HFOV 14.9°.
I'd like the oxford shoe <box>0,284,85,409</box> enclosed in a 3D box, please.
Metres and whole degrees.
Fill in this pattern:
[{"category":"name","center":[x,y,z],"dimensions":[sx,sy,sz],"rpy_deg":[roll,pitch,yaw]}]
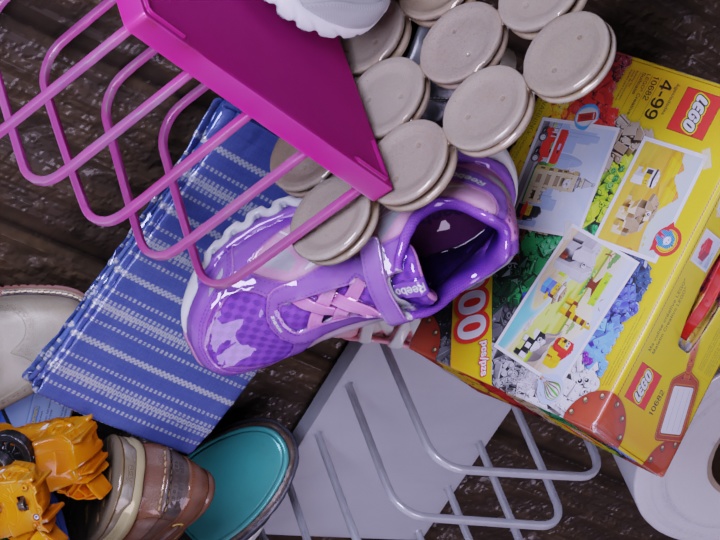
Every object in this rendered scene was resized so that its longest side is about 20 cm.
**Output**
[{"category":"oxford shoe","center":[-0.236,0.064,1.526],"dimensions":[0.199,0.074,0.071],"rpy_deg":[-20,108,-6]}]

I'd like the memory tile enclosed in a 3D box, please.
[{"category":"memory tile","center":[0.035,-0.101,1.426],"dimensions":[0.199,0.154,0.017],"rpy_deg":[-34,135,16]}]

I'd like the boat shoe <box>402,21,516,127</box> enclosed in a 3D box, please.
[{"category":"boat shoe","center":[-0.004,-0.063,1.505],"dimensions":[0.067,0.072,0.200],"rpy_deg":[36,103,-25]}]

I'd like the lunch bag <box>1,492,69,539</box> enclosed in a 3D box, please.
[{"category":"lunch bag","center":[-0.220,0.230,1.609],"dimensions":[0.082,0.201,0.161],"rpy_deg":[12,129,-37]}]

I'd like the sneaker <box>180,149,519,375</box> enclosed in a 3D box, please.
[{"category":"sneaker","center":[0.000,0.000,1.446],"dimensions":[0.199,0.089,0.081],"rpy_deg":[-27,122,-1]}]

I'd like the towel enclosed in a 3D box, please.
[{"category":"towel","center":[-0.087,0.005,1.552],"dimensions":[0.144,0.024,0.200],"rpy_deg":[27,103,-47]}]

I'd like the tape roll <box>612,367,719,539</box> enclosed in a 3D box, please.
[{"category":"tape roll","center":[0.238,0.055,1.720],"dimensions":[0.201,0.140,0.203],"rpy_deg":[-15,141,-12]}]

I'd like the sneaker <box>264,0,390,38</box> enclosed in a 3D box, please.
[{"category":"sneaker","center":[-0.033,-0.185,1.355],"dimensions":[0.082,0.075,0.200],"rpy_deg":[-33,140,15]}]

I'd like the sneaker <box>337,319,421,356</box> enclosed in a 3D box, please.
[{"category":"sneaker","center":[0.056,0.026,1.623],"dimensions":[0.199,0.105,0.076],"rpy_deg":[-7,141,-18]}]

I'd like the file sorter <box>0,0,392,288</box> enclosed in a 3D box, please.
[{"category":"file sorter","center":[-0.105,-0.097,1.374],"dimensions":[0.125,0.140,0.200],"rpy_deg":[-35,140,19]}]

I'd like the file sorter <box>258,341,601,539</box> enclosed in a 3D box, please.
[{"category":"file sorter","center":[0.039,0.141,1.731],"dimensions":[0.138,0.125,0.200],"rpy_deg":[6,134,-31]}]

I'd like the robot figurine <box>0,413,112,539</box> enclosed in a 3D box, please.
[{"category":"robot figurine","center":[-0.245,0.135,1.530],"dimensions":[0.199,0.145,0.059],"rpy_deg":[-15,103,21]}]

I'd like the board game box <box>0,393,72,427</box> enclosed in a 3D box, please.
[{"category":"board game box","center":[-0.233,0.121,1.653],"dimensions":[0.102,0.020,0.201],"rpy_deg":[-4,138,-24]}]

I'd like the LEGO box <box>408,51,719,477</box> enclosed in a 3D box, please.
[{"category":"LEGO box","center":[0.140,-0.009,1.521],"dimensions":[0.077,0.148,0.201],"rpy_deg":[34,82,-46]}]

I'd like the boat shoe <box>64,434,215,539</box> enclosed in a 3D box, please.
[{"category":"boat shoe","center":[-0.136,0.149,1.639],"dimensions":[0.067,0.073,0.200],"rpy_deg":[9,161,-14]}]

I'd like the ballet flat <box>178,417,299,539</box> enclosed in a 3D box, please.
[{"category":"ballet flat","center":[-0.106,0.163,1.737],"dimensions":[0.200,0.073,0.073],"rpy_deg":[-45,137,16]}]
